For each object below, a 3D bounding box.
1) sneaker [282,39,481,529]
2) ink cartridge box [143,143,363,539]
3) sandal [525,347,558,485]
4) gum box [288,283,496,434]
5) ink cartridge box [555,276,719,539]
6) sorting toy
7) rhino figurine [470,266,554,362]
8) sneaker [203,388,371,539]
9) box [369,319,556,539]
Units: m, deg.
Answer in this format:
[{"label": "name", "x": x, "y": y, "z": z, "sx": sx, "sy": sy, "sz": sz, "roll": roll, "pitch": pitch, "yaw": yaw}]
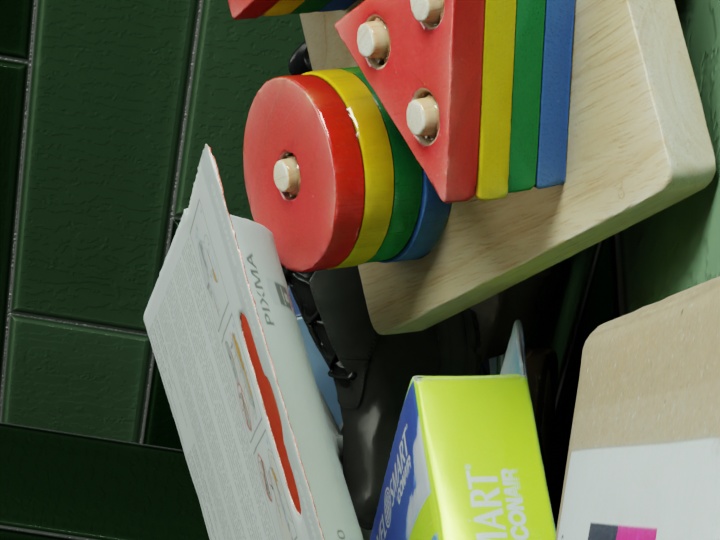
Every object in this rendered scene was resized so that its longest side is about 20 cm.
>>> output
[{"label": "sneaker", "x": 0.000, "y": 0.000, "z": 0.937, "sx": 0.076, "sy": 0.090, "sz": 0.202, "roll": 170, "pitch": 104, "yaw": -69}, {"label": "ink cartridge box", "x": -0.020, "y": 0.059, "z": 0.779, "sx": 0.200, "sy": 0.057, "sz": 0.164, "roll": 129, "pitch": 126, "yaw": -68}, {"label": "sandal", "x": 0.045, "y": 0.095, "z": 0.982, "sx": 0.200, "sy": 0.054, "sz": 0.082, "roll": 106, "pitch": 172, "yaw": -66}, {"label": "gum box", "x": 0.019, "y": 0.010, "z": 1.116, "sx": 0.201, "sy": 0.044, "sz": 0.171, "roll": -86, "pitch": -22, "yaw": -48}, {"label": "ink cartridge box", "x": 0.070, "y": 0.106, "z": 0.398, "sx": 0.165, "sy": 0.074, "sz": 0.202, "roll": 119, "pitch": 161, "yaw": -83}, {"label": "sorting toy", "x": 0.014, "y": -0.093, "z": 0.805, "sx": 0.200, "sy": 0.069, "sz": 0.200, "roll": -30, "pitch": 71, "yaw": 59}, {"label": "rhino figurine", "x": 0.063, "y": -0.042, "z": 1.000, "sx": 0.201, "sy": 0.059, "sz": 0.088, "roll": 105, "pitch": 168, "yaw": -45}, {"label": "sneaker", "x": -0.021, "y": 0.092, "z": 1.028, "sx": 0.200, "sy": 0.074, "sz": 0.100, "roll": 66, "pitch": -173, "yaw": -57}, {"label": "box", "x": 0.038, "y": 0.132, "z": 0.812, "sx": 0.122, "sy": 0.047, "sz": 0.201, "roll": 103, "pitch": 164, "yaw": -51}]
